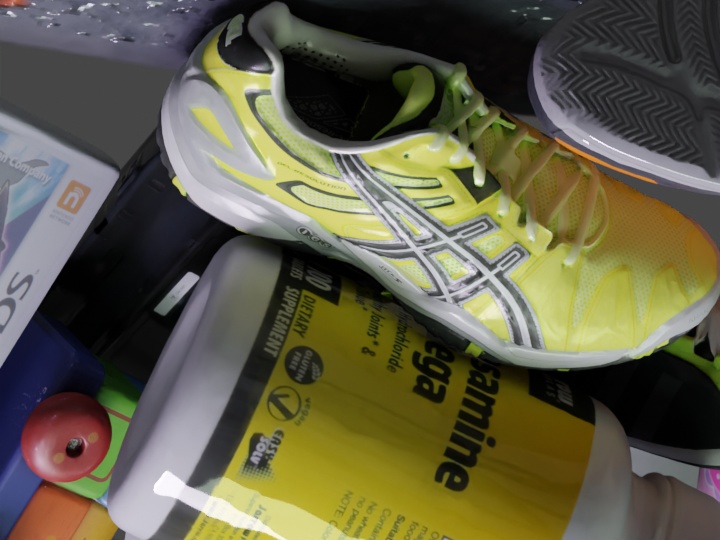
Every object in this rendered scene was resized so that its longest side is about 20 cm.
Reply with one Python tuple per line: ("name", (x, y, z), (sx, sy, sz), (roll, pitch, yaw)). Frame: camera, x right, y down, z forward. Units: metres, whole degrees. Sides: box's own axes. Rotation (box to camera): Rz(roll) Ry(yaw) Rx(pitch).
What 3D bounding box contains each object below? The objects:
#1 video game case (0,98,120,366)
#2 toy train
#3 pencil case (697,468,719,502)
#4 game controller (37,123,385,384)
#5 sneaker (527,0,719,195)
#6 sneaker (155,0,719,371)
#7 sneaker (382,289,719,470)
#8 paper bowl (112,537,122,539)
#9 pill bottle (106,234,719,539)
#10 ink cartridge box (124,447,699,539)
("video game case", (-0.192, 0.008, 0.907), (0.023, 0.183, 0.200), (35, -175, 38))
("toy train", (-0.131, 0.125, 1.021), (0.115, 0.201, 0.085), (29, -175, -36))
("pencil case", (0.255, 0.103, 1.295), (0.199, 0.088, 0.087), (2, 159, -15))
("game controller", (-0.059, 0.006, 1.016), (0.104, 0.042, 0.200), (23, 145, -18))
("sneaker", (0.140, -0.040, 0.916), (0.199, 0.078, 0.112), (4, 157, -17))
("sneaker", (0.031, -0.026, 0.893), (0.199, 0.076, 0.076), (19, 151, -9))
("sneaker", (0.092, 0.023, 0.972), (0.199, 0.072, 0.083), (-2, 149, 33))
("paper bowl", (-0.131, 0.207, 1.425), (0.200, 0.105, 0.201), (19, -175, -2))
("pill bottle", (0.022, 0.077, 0.940), (0.199, 0.113, 0.112), (26, 153, -9))
("ink cartridge box", (0.020, 0.118, 1.134), (0.199, 0.148, 0.146), (4, 172, 28))
